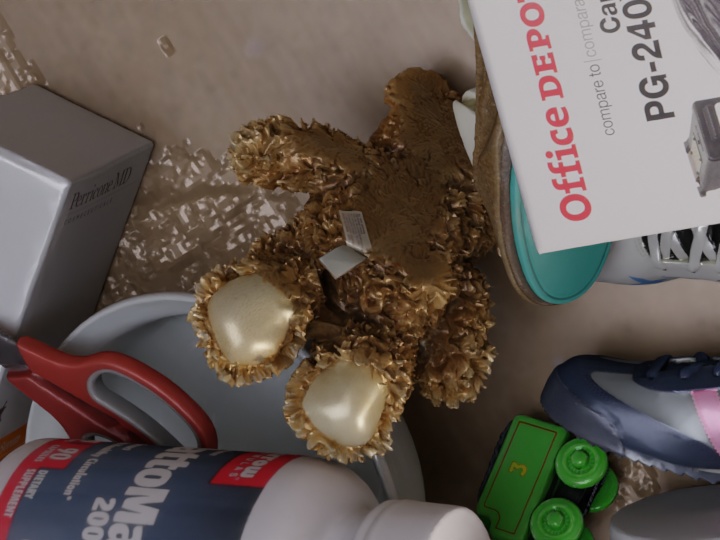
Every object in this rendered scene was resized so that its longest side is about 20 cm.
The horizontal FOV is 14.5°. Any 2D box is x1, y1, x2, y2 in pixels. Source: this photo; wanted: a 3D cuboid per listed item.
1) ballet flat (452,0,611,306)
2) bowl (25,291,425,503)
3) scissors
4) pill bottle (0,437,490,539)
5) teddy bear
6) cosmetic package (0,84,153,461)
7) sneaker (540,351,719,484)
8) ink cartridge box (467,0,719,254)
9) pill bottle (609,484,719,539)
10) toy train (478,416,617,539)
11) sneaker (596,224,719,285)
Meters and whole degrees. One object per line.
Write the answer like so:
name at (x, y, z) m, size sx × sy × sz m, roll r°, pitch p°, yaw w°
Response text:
ballet flat at (0.067, -0.085, 1.170) m, size 0.072 × 0.068 × 0.200 m, roll 31°, pitch 135°, yaw 48°
bowl at (-0.045, 0.094, 1.269) m, size 0.201 × 0.090 × 0.201 m, roll 12°, pitch 113°, yaw 30°
scissors at (-0.149, 0.031, 1.232) m, size 0.200 × 0.014 × 0.073 m, roll 39°, pitch 129°, yaw 4°
pill bottle at (-0.052, 0.132, 1.155) m, size 0.200 × 0.120 × 0.120 m, roll 2°, pitch 103°, yaw 25°
teddy bear at (0.000, 0.000, 1.191) m, size 0.145 × 0.200 × 0.067 m, roll 23°, pitch 137°, yaw -10°
cosmetic package at (-0.174, 0.024, 1.304) m, size 0.071 × 0.101 × 0.200 m, roll 25°, pitch 110°, yaw 12°
sneaker at (0.178, 0.049, 1.201) m, size 0.200 × 0.070 × 0.082 m, roll 11°, pitch 111°, yaw 8°
ink cartridge box at (0.144, -0.097, 1.052) m, size 0.200 × 0.083 × 0.145 m, roll -10°, pitch 128°, yaw 10°
pill bottle at (0.159, 0.199, 1.218) m, size 0.113 × 0.113 × 0.200 m, roll -4°, pitch 101°, yaw 21°
toy train at (0.054, 0.154, 1.226) m, size 0.056 × 0.042 × 0.200 m, roll 16°, pitch 68°, yaw 22°
sneaker at (0.166, -0.024, 1.188) m, size 0.200 × 0.072 × 0.072 m, roll -3°, pitch 103°, yaw 22°
